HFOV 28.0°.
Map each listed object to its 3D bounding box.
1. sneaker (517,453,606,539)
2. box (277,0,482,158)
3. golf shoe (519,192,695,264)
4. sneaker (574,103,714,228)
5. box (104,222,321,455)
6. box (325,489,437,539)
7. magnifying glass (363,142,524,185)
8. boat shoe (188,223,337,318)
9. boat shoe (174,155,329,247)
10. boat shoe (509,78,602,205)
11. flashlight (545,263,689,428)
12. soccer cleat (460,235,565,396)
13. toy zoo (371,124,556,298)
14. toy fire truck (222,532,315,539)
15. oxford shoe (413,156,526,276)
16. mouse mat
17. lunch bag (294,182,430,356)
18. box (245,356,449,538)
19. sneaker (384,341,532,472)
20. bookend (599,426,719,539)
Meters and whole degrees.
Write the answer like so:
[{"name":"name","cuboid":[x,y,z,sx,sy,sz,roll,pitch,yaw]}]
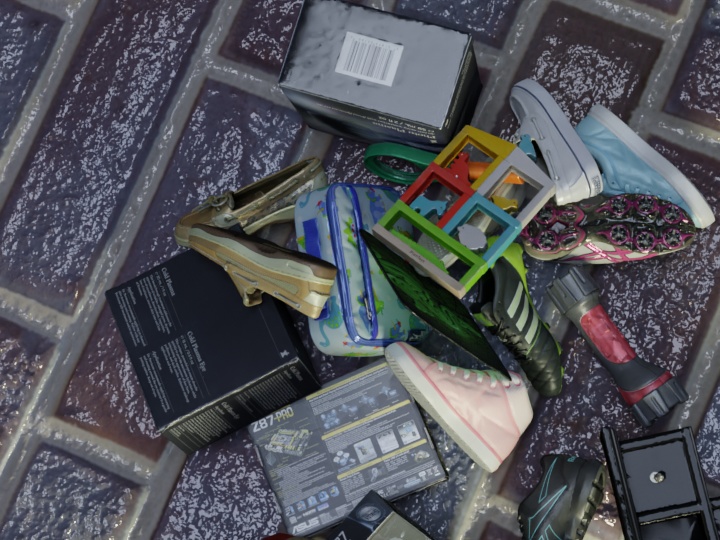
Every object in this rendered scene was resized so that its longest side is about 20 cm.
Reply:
[{"name":"sneaker","cuboid":[0.215,0.304,1.644,0.079,0.075,0.200,16,75,25]},{"name":"box","cuboid":[0.029,-0.218,1.697,0.200,0.198,0.123,17,85,11]},{"name":"golf shoe","cuboid":[0.288,-0.045,1.680,0.200,0.092,0.073,0,75,13]},{"name":"sneaker","cuboid":[0.325,-0.105,1.703,0.082,0.074,0.200,-47,68,5]},{"name":"box","cuboid":[-0.173,0.081,1.697,0.182,0.104,0.200,-27,63,3]},{"name":"box","cuboid":[0.018,0.348,1.593,0.160,0.200,0.044,-47,46,-3]},{"name":"magnifying glass","cuboid":[0.097,-0.121,1.696,0.200,0.080,0.022,9,70,27]},{"name":"boat shoe","cuboid":[-0.121,0.003,1.622,0.200,0.072,0.076,20,99,36]},{"name":"boat shoe","cuboid":[-0.135,-0.084,1.752,0.200,0.073,0.063,-20,120,-4]},{"name":"boat shoe","cuboid":[0.211,-0.152,1.689,0.065,0.074,0.200,-22,44,-6]},{"name":"flashlight","cuboid":[0.294,0.084,1.664,0.068,0.068,0.200,-38,79,17]},{"name":"soccer cleat","cuboid":[0.173,0.059,1.668,0.081,0.068,0.200,-24,96,-27]},{"name":"toy zoo","cuboid":[0.126,-0.079,1.622,0.131,0.020,0.200,36,75,22]},{"name":"toy fire truck","cuboid":[-0.146,0.385,1.643,0.200,0.129,0.176,7,95,27]},{"name":"oxford shoe","cuboid":[0.134,-0.057,1.692,0.075,0.058,0.200,12,51,41]},{"name":"mouse mat","cuboid":[0.085,0.039,1.619,0.008,0.200,0.161,-46,40,13]},{"name":"lunch bag","cuboid":[0.000,0.000,1.675,0.082,0.161,0.200,-17,75,37]},{"name":"box","cuboid":[-0.017,0.210,1.698,0.200,0.049,0.161,-24,79,4]},{"name":"sneaker","cuboid":[0.120,0.130,1.655,0.105,0.075,0.200,-45,109,-7]},{"name":"bookend","cuboid":[0.387,0.256,1.607,0.200,0.092,0.199,-12,77,5]}]
